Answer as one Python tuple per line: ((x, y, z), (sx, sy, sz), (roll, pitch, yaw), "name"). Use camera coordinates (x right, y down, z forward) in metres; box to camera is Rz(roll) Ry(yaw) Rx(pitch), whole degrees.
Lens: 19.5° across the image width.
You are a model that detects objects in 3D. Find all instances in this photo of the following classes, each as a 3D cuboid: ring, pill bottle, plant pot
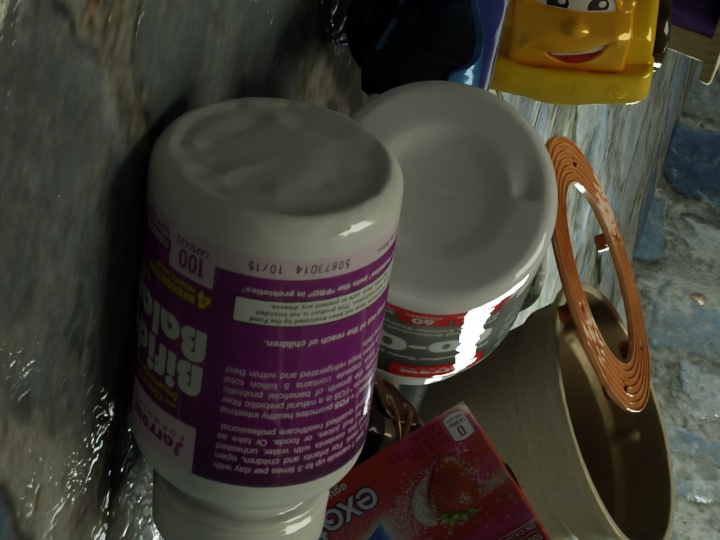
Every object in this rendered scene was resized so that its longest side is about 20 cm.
((0.161, 0.003, 1.465), (0.200, 0.019, 0.202), (-16, 90, -71), "ring")
((0.033, -0.009, 1.064), (0.200, 0.113, 0.115), (97, 12, -73), "pill bottle")
((-0.047, 0.034, 0.937), (0.112, 0.111, 0.201), (-57, 159, -55), "pill bottle")
((0.105, 0.131, 1.516), (0.200, 0.182, 0.202), (44, 36, -44), "plant pot")

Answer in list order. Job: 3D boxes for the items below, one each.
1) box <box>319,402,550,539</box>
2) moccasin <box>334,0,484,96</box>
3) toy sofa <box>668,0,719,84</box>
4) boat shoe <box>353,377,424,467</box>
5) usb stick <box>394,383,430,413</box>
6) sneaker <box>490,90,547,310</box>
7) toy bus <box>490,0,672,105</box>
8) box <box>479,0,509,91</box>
((0.000, 0.171, 1.130), (0.199, 0.096, 0.100), (-31, 160, -5), "box")
((0.025, -0.138, 1.116), (0.200, 0.068, 0.081), (-100, -161, -72), "moccasin")
((0.172, -0.215, 1.432), (0.083, 0.199, 0.098), (-55, 164, -56), "toy sofa")
((0.006, 0.090, 1.207), (0.200, 0.071, 0.073), (60, 47, -76), "boat shoe")
((0.024, 0.059, 1.355), (0.201, 0.055, 0.033), (-69, -156, 17), "usb stick")
((0.090, -0.065, 1.447), (0.088, 0.075, 0.201), (-71, 151, -53), "sneaker")
((0.134, -0.228, 1.256), (0.192, 0.135, 0.201), (104, -9, -59), "toy bus")
((0.065, -0.203, 1.221), (0.121, 0.032, 0.202), (-137, -120, -68), "box")
